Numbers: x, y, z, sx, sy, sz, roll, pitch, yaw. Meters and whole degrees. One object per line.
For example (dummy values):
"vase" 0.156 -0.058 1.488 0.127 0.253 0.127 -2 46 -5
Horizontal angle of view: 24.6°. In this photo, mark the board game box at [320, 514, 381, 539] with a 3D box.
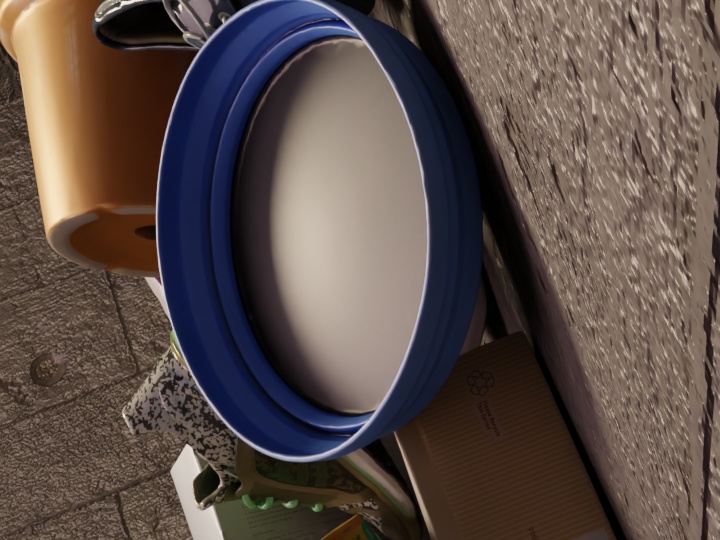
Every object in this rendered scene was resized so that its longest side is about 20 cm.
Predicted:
"board game box" 0.020 0.160 0.764 0.096 0.030 0.200 53 177 9

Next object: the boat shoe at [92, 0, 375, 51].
"boat shoe" -0.068 -0.130 0.811 0.200 0.062 0.075 15 169 44

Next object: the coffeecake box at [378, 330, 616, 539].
"coffeecake box" 0.079 0.146 0.778 0.200 0.073 0.154 73 176 -62

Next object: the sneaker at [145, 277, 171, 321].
"sneaker" -0.113 0.009 1.180 0.201 0.070 0.080 63 172 -28

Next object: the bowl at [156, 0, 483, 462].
"bowl" -0.021 -0.019 0.723 0.200 0.039 0.202 6 98 51

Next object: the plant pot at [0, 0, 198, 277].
"plant pot" -0.119 -0.101 0.976 0.200 0.199 0.184 74 -165 -70

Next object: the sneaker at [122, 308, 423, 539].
"sneaker" -0.047 0.096 0.868 0.200 0.089 0.077 43 -171 -29

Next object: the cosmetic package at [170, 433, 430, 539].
"cosmetic package" 0.010 0.152 0.940 0.052 0.199 0.151 -53 52 54

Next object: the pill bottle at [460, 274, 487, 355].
"pill bottle" 0.000 0.000 0.903 0.200 0.106 0.107 -120 9 -75

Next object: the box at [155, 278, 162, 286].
"box" -0.063 -0.014 1.124 0.200 0.143 0.036 49 180 -8
